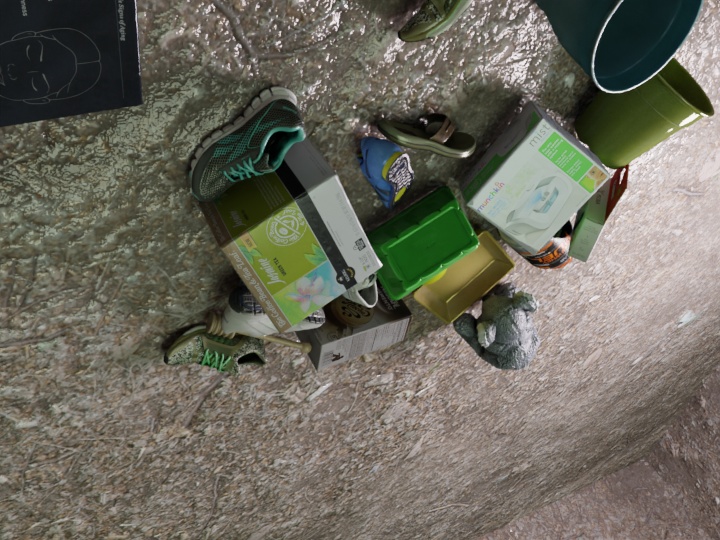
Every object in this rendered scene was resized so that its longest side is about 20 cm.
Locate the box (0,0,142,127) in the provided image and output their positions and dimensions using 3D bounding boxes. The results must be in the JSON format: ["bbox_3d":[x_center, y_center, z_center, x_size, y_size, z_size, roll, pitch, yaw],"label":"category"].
[{"bbox_3d":[-0.331,-0.264,0.749,0.194,0.124,0.202,-14,139,-25],"label":"box"}]

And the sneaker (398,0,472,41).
[{"bbox_3d":[0.117,-0.398,1.028,0.200,0.077,0.089,-42,117,9],"label":"sneaker"}]

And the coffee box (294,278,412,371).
[{"bbox_3d":[-0.016,0.097,1.439,0.198,0.113,0.080,-17,142,-26],"label":"coffee box"}]

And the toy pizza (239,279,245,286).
[{"bbox_3d":[-0.121,0.001,1.311,0.198,0.032,0.202,-22,141,-19],"label":"toy pizza"}]

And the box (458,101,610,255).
[{"bbox_3d":[0.307,-0.165,1.358,0.175,0.097,0.200,33,113,-21],"label":"box"}]

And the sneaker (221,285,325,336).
[{"bbox_3d":[-0.150,0.075,1.296,0.198,0.075,0.087,9,137,-36],"label":"sneaker"}]

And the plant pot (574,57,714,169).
[{"bbox_3d":[0.502,-0.290,1.385,0.198,0.202,0.190,3,142,-41],"label":"plant pot"}]

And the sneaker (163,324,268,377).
[{"bbox_3d":[-0.244,0.147,1.324,0.198,0.089,0.078,-7,137,-34],"label":"sneaker"}]

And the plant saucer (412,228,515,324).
[{"bbox_3d":[0.209,0.005,1.577,0.200,0.049,0.200,-41,145,9],"label":"plant saucer"}]

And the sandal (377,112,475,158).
[{"bbox_3d":[0.117,-0.224,1.217,0.199,0.080,0.058,2,117,-41],"label":"sandal"}]

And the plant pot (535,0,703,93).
[{"bbox_3d":[0.364,-0.402,1.117,0.198,0.189,0.202,-22,143,-17],"label":"plant pot"}]

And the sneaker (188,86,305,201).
[{"bbox_3d":[-0.155,-0.161,1.043,0.200,0.092,0.077,-44,143,11],"label":"sneaker"}]

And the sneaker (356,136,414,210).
[{"bbox_3d":[0.039,-0.163,1.242,0.066,0.078,0.200,-51,164,-7],"label":"sneaker"}]

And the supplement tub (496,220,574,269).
[{"bbox_3d":[0.368,-0.077,1.550,0.123,0.123,0.199,-45,144,14],"label":"supplement tub"}]

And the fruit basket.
[{"bbox_3d":[0.112,-0.042,1.397,0.214,0.157,0.216,-31,-172,5],"label":"fruit basket"}]

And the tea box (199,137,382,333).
[{"bbox_3d":[-0.103,-0.052,1.145,0.195,0.134,0.201,-33,132,-3],"label":"tea box"}]

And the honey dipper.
[{"bbox_3d":[-0.174,0.114,1.336,0.198,0.038,0.038,16,123,-26],"label":"honey dipper"}]

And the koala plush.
[{"bbox_3d":[0.313,0.115,1.638,0.176,0.185,0.200,-33,160,-5],"label":"koala plush"}]

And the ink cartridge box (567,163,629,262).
[{"bbox_3d":[0.469,-0.140,1.483,0.201,0.044,0.178,-59,168,-51],"label":"ink cartridge box"}]

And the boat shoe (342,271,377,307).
[{"bbox_3d":[0.000,0.000,1.339,0.074,0.065,0.201,-53,157,-17],"label":"boat shoe"}]
